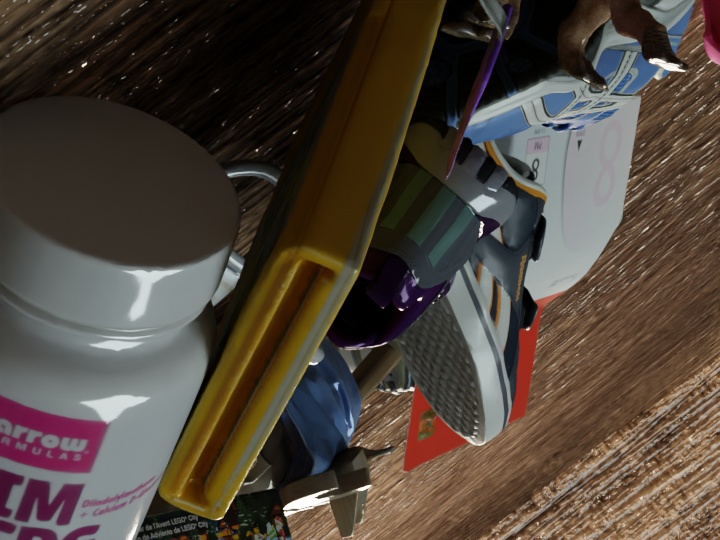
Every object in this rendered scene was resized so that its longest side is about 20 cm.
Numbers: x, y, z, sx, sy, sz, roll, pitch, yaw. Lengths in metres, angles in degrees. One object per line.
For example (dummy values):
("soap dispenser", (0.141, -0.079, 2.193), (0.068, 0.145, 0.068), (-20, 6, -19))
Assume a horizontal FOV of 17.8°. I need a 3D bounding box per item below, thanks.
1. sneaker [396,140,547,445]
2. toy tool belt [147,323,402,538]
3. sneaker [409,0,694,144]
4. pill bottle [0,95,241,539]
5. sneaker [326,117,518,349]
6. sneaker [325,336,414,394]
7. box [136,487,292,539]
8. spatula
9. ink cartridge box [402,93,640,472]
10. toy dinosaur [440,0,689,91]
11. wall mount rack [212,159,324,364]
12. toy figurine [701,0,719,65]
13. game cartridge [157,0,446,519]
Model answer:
("sneaker", (0.055, -0.007, 1.119), (0.079, 0.078, 0.200), (-33, 130, -23))
("toy tool belt", (-0.045, 0.086, 1.187), (0.123, 0.125, 0.200), (-23, -170, 14))
("sneaker", (0.086, -0.091, 1.047), (0.200, 0.076, 0.077), (-28, 138, -31))
("pill bottle", (-0.120, 0.042, 0.847), (0.113, 0.113, 0.200), (-24, 147, -47))
("sneaker", (0.000, 0.000, 1.002), (0.088, 0.074, 0.200), (-52, 179, -19))
("sneaker", (0.004, 0.046, 1.330), (0.074, 0.081, 0.200), (-26, 162, -43))
("box", (-0.147, 0.150, 1.049), (0.200, 0.038, 0.137), (-22, 170, 35))
("spatula", (0.043, -0.119, 0.829), (0.057, 0.021, 0.200), (-71, 164, -48))
("ink cartridge box", (0.089, 0.002, 1.245), (0.163, 0.057, 0.200), (-16, 112, -60))
("toy dinosaur", (0.096, -0.150, 0.920), (0.200, 0.086, 0.136), (172, -64, -84))
("wall mount rack", (-0.111, 0.028, 0.984), (0.200, 0.075, 0.174), (-41, 139, 10))
("toy figurine", (0.257, -0.167, 1.261), (0.200, 0.150, 0.184), (-61, -176, -8))
("game cartridge", (-0.017, -0.028, 0.885), (0.176, 0.032, 0.200), (119, -10, -49))
